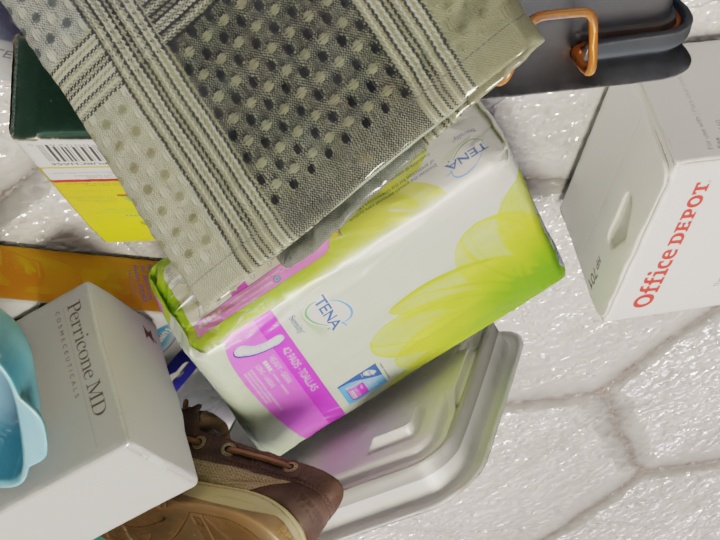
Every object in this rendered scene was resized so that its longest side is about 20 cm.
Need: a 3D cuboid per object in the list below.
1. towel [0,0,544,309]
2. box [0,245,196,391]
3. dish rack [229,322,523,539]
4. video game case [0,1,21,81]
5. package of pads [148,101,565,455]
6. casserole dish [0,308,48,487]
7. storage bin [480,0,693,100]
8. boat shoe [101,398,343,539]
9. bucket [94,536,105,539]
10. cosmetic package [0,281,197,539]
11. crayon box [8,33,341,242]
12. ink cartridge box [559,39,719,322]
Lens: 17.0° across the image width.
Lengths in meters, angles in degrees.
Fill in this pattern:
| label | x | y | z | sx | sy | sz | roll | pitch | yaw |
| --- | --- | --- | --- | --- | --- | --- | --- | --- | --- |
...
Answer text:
| label | x | y | z | sx | sy | sz | roll | pitch | yaw |
| --- | --- | --- | --- | --- | --- | --- | --- | --- | --- |
| towel | -0.046 | -0.111 | 0.945 | 0.192 | 0.201 | 0.034 | -37 | 172 | 28 |
| box | -0.177 | 0.038 | 1.296 | 0.199 | 0.042 | 0.119 | 4 | 143 | -37 |
| dish rack | -0.011 | 0.092 | 1.361 | 0.199 | 0.172 | 0.044 | -21 | 113 | 26 |
| video game case | -0.099 | -0.147 | 1.056 | 0.181 | 0.023 | 0.200 | 10 | 139 | -39 |
| package of pads | 0.000 | 0.000 | 1.272 | 0.199 | 0.068 | 0.155 | -33 | 149 | -1 |
| casserole dish | -0.234 | 0.038 | 1.178 | 0.199 | 0.039 | 0.122 | 19 | 142 | 15 |
| storage bin | 0.051 | -0.155 | 0.995 | 0.198 | 0.146 | 0.135 | -8 | 125 | -26 |
| boat shoe | -0.094 | 0.109 | 1.290 | 0.072 | 0.199 | 0.073 | -46 | 130 | -33 |
| bucket | -0.186 | 0.210 | 1.414 | 0.205 | 0.208 | 0.135 | -12 | 149 | -9 |
| cosmetic package | -0.192 | 0.102 | 1.252 | 0.199 | 0.102 | 0.071 | -29 | 147 | 16 |
| crayon box | -0.079 | -0.058 | 1.111 | 0.126 | 0.051 | 0.200 | -1 | 167 | 4 |
| ink cartridge box | 0.226 | -0.055 | 1.315 | 0.198 | 0.086 | 0.147 | -6 | 147 | -17 |
